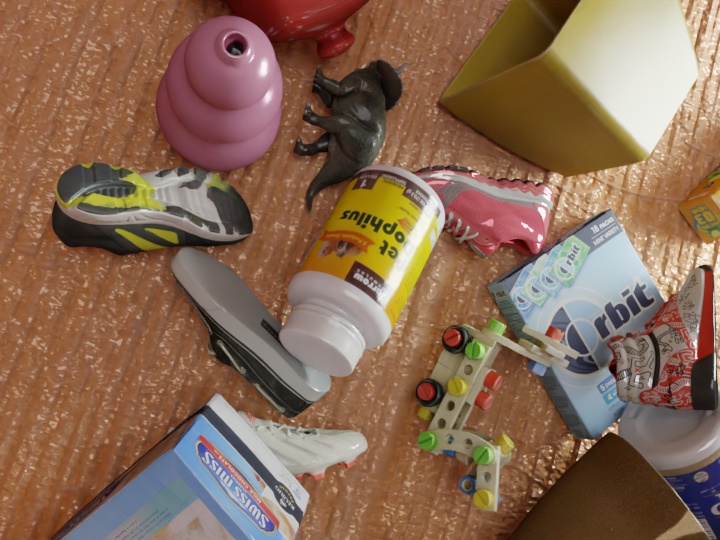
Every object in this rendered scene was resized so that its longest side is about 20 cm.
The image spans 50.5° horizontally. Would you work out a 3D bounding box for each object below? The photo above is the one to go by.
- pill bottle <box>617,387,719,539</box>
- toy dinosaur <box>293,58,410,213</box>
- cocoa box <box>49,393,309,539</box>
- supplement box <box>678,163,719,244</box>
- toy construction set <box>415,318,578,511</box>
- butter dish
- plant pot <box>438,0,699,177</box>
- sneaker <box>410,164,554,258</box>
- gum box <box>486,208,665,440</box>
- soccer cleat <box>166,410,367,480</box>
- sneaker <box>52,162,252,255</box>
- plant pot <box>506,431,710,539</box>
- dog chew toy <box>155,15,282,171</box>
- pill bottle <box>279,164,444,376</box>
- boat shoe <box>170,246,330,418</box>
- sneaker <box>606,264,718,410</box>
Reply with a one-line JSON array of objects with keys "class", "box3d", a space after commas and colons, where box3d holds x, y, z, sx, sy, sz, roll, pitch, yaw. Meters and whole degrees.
[{"class": "pill bottle", "box3d": [0.372, 0.225, 0.822, 0.120, 0.120, 0.200, -43, 112, -17]}, {"class": "toy dinosaur", "box3d": [-0.010, -0.156, 0.811, 0.102, 0.077, 0.201, 16, 75, -6]}, {"class": "cocoa box", "box3d": [-0.164, 0.229, 0.642, 0.200, 0.131, 0.134, -40, 93, 10]}, {"class": "supplement box", "box3d": [0.490, -0.121, 0.949, 0.200, 0.067, 0.069, -43, 94, -18]}, {"class": "toy construction set", "box3d": [0.131, 0.129, 0.781, 0.131, 0.092, 0.201, 29, 80, 33]}, {"class": "butter dish", "box3d": [-0.051, -0.291, 0.782, 0.199, 0.199, 0.149, -32, 114, -16]}, {"class": "plant pot", "box3d": [0.244, -0.218, 0.839, 0.176, 0.200, 0.201, 40, 73, -18]}, {"class": "sneaker", "box3d": [0.122, -0.060, 0.834, 0.199, 0.074, 0.087, 6, 81, -15]}, {"class": "gum box", "box3d": [0.264, 0.059, 0.870, 0.169, 0.045, 0.201, -31, 92, -17]}, {"class": "soccer cleat", "box3d": [-0.091, 0.171, 0.745, 0.198, 0.069, 0.078, -8, 81, -14]}, {"class": "sneaker", "box3d": [-0.203, -0.055, 0.748, 0.199, 0.085, 0.075, 8, 58, -35]}, {"class": "plant pot", "box3d": [0.227, 0.297, 0.770, 0.199, 0.186, 0.187, -32, 91, -2]}, {"class": "dog chew toy", "box3d": [-0.127, -0.169, 0.714, 0.124, 0.200, 0.126, 3, 81, -16]}, {"class": "pill bottle", "box3d": [0.000, 0.000, 0.752, 0.109, 0.109, 0.201, 33, 62, -8]}, {"class": "boat shoe", "box3d": [-0.119, 0.066, 0.746, 0.064, 0.071, 0.200, -41, 97, 20]}, {"class": "sneaker", "box3d": [0.326, 0.065, 0.826, 0.202, 0.107, 0.068, -64, 142, -44]}]
